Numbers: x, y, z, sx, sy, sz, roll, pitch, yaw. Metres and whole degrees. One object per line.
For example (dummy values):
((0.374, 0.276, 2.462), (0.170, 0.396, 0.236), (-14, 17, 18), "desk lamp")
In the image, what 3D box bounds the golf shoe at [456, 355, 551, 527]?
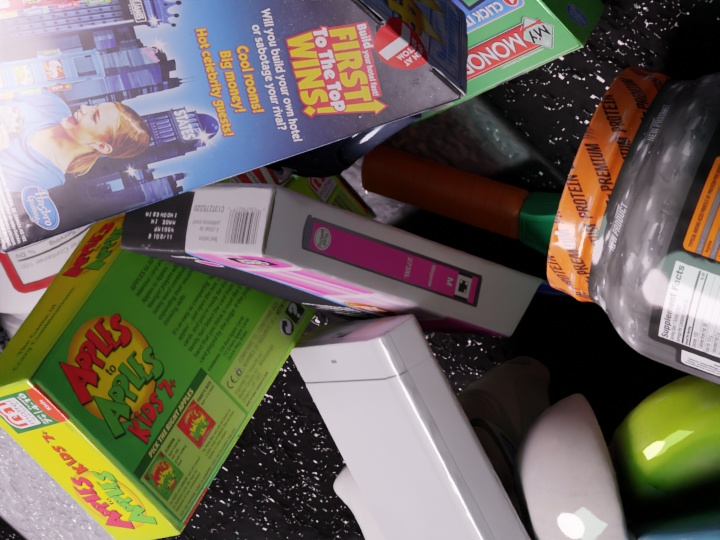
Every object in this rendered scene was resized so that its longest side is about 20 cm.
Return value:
((0.086, 0.135, 1.246), (0.078, 0.097, 0.200), (12, 130, 30), "golf shoe")

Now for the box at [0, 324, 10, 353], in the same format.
((-0.250, -0.014, 1.196), (0.047, 0.200, 0.193), (-30, 85, 14), "box")

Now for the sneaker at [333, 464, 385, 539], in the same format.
((0.053, 0.168, 1.331), (0.087, 0.074, 0.200), (10, 132, 47), "sneaker")

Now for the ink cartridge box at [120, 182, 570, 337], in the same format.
((0.000, 0.000, 1.111), (0.200, 0.037, 0.095), (15, 171, -42), "ink cartridge box")

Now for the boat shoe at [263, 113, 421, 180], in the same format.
((-0.061, -0.065, 1.078), (0.200, 0.075, 0.093), (-26, 120, 37), "boat shoe")

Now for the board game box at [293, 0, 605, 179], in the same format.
((-0.009, -0.120, 1.079), (0.135, 0.029, 0.200), (45, 143, -20), "board game box")

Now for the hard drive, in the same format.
((0.039, 0.116, 1.136), (0.200, 0.027, 0.132), (62, 161, -6), "hard drive")

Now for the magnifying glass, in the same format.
((0.094, -0.019, 1.135), (0.200, 0.022, 0.080), (17, 143, 17), "magnifying glass")

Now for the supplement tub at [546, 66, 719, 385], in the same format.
((0.183, -0.004, 0.994), (0.200, 0.123, 0.123), (21, 144, 15), "supplement tub")

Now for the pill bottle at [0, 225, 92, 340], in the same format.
((-0.167, -0.053, 1.206), (0.112, 0.112, 0.200), (8, 138, 30), "pill bottle")

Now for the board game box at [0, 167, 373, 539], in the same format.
((-0.081, 0.015, 1.147), (0.048, 0.200, 0.102), (-17, 123, 47), "board game box")

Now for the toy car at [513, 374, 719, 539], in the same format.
((0.166, 0.134, 1.110), (0.175, 0.150, 0.200), (-12, 137, -3), "toy car")

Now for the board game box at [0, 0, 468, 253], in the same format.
((-0.065, -0.111, 0.956), (0.199, 0.062, 0.200), (-7, 130, 7), "board game box")
